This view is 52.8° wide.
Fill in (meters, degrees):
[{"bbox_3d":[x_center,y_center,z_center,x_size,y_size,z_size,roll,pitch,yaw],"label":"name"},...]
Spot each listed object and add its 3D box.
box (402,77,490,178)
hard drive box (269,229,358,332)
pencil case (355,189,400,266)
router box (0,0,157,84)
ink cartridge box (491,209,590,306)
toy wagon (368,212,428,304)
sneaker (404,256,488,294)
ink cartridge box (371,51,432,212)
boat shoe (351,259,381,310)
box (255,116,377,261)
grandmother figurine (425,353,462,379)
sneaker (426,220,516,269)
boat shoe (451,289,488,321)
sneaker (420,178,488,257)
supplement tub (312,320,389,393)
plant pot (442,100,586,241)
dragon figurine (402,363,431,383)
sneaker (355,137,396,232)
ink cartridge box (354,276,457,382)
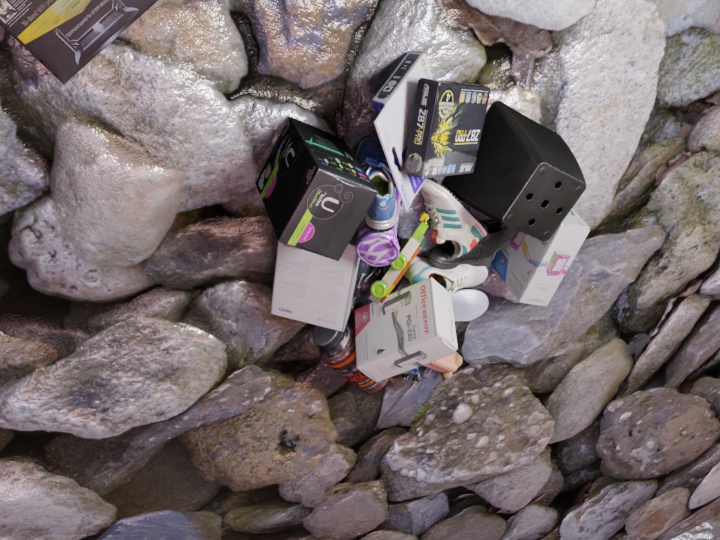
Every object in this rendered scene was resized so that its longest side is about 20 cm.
[{"bbox_3d":[0.155,-0.252,1.289,0.199,0.049,0.163,-14,121,-54],"label":"box"},{"bbox_3d":[-0.085,0.003,1.398,0.154,0.077,0.202,14,123,4],"label":"hard drive box"},{"bbox_3d":[0.043,-0.102,1.339,0.084,0.202,0.084,-14,136,25],"label":"pencil case"},{"bbox_3d":[-0.410,-0.391,1.027,0.199,0.052,0.157,-38,129,7],"label":"router box"},{"bbox_3d":[0.382,-0.049,1.552,0.084,0.145,0.202,9,121,-26],"label":"ink cartridge box"},{"bbox_3d":[0.083,-0.024,1.445,0.039,0.155,0.201,35,109,1],"label":"toy wagon"},{"bbox_3d":[0.192,0.018,1.565,0.197,0.081,0.077,-2,124,-23],"label":"sneaker"},{"bbox_3d":[0.082,-0.243,1.277,0.201,0.043,0.199,-57,141,-33],"label":"ink cartridge box"},{"bbox_3d":[0.000,0.000,1.465,0.061,0.075,0.202,22,117,-11],"label":"boat shoe"},{"bbox_3d":[-0.081,-0.143,1.252,0.123,0.201,0.149,17,118,-32],"label":"box"},{"bbox_3d":[0.152,0.195,1.695,0.198,0.061,0.122,21,106,-36],"label":"grandmother figurine"},{"bbox_3d":[0.237,-0.063,1.541,0.197,0.060,0.105,-2,126,-27],"label":"sneaker"},{"bbox_3d":[0.186,0.085,1.623,0.197,0.065,0.075,-11,94,-6],"label":"boat shoe"},{"bbox_3d":[0.164,-0.104,1.447,0.199,0.070,0.094,40,96,-26],"label":"sneaker"},{"bbox_3d":[-0.020,0.179,1.578,0.107,0.107,0.200,-39,129,8],"label":"supplement tub"},{"bbox_3d":[0.317,-0.175,1.413,0.198,0.178,0.201,18,115,-33],"label":"plant pot"},{"bbox_3d":[0.112,0.175,1.584,0.200,0.058,0.100,-48,126,-22],"label":"dragon figurine"},{"bbox_3d":[0.033,-0.167,1.283,0.075,0.202,0.077,-6,144,-7],"label":"sneaker"},{"bbox_3d":[0.089,0.122,1.482,0.198,0.147,0.085,-23,140,25],"label":"ink cartridge box"}]
